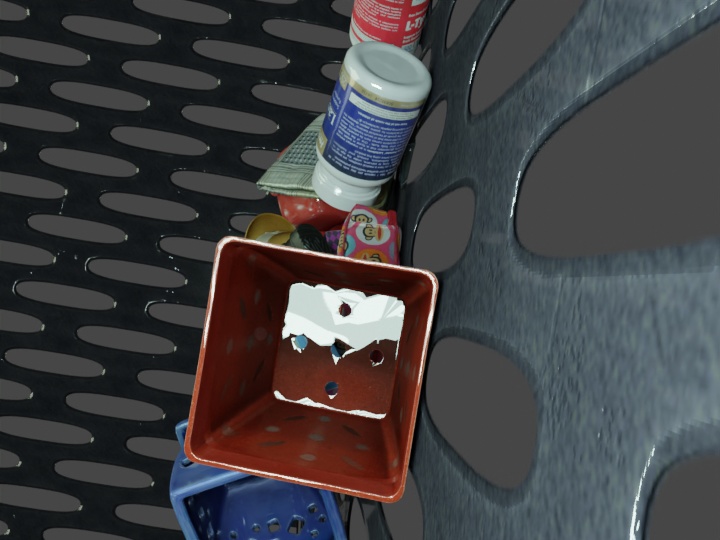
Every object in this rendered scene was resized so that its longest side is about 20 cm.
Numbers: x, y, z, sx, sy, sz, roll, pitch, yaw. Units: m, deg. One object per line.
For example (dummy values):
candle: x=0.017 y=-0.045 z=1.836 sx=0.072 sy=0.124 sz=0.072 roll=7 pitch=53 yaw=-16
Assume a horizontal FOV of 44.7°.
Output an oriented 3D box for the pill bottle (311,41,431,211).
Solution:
pill bottle: x=0.008 y=-0.181 z=1.133 sx=0.116 sy=0.114 sz=0.201 roll=-85 pitch=14 yaw=-49

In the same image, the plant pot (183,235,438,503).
plant pot: x=-0.034 y=0.085 z=0.842 sx=0.176 sy=0.197 sz=0.203 roll=3 pitch=-83 yaw=-83

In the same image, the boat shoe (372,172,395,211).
boat shoe: x=0.019 y=-0.140 z=1.376 sx=0.202 sy=0.071 sz=0.067 roll=-82 pitch=-6 yaw=-54

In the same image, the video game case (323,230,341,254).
video game case: x=-0.043 y=0.054 z=1.557 sx=0.181 sy=0.035 sz=0.202 roll=120 pitch=140 yaw=-68

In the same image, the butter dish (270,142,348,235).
butter dish: x=-0.093 y=-0.154 z=1.535 sx=0.199 sy=0.146 sz=0.202 roll=-17 pitch=81 yaw=57

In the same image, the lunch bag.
lunch bag: x=0.001 y=0.034 z=1.150 sx=0.177 sy=0.081 sz=0.202 roll=103 pitch=174 yaw=-53

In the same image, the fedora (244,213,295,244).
fedora: x=-0.115 y=-0.011 z=1.468 sx=0.200 sy=0.081 sz=0.203 roll=30 pitch=-125 yaw=-54

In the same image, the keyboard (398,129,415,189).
keyboard: x=0.067 y=-0.215 z=1.242 sx=0.201 sy=0.020 sz=0.128 roll=-87 pitch=7 yaw=-55

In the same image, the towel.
towel: x=-0.050 y=-0.188 z=1.383 sx=0.193 sy=0.199 sz=0.035 roll=-50 pitch=-50 yaw=-27

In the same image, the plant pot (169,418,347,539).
plant pot: x=-0.145 y=0.290 z=1.204 sx=0.180 sy=0.198 sz=0.202 roll=-119 pitch=13 yaw=-59

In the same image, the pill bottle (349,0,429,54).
pill bottle: x=0.050 y=-0.415 z=1.288 sx=0.201 sy=0.111 sz=0.113 roll=104 pitch=174 yaw=-54

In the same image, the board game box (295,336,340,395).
board game box: x=-0.050 y=0.156 z=1.124 sx=0.153 sy=0.040 sz=0.201 roll=-123 pitch=20 yaw=-44

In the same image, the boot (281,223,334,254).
boot: x=-0.086 y=0.054 z=1.315 sx=0.158 sy=0.079 sz=0.212 roll=-42 pitch=61 yaw=29
